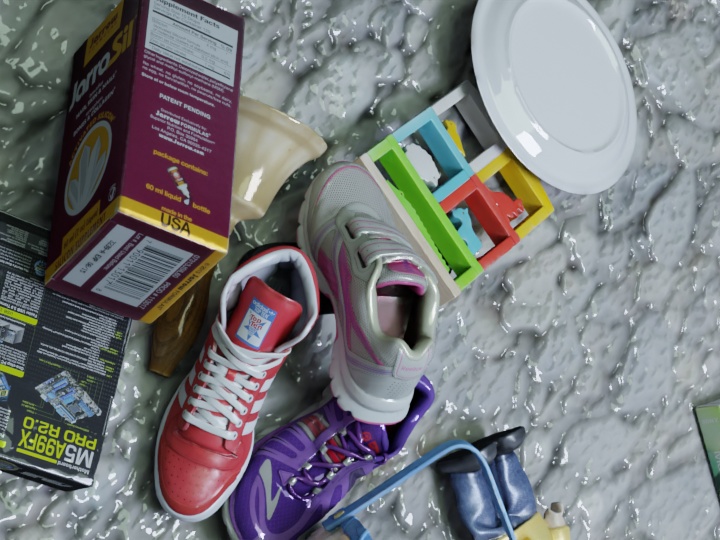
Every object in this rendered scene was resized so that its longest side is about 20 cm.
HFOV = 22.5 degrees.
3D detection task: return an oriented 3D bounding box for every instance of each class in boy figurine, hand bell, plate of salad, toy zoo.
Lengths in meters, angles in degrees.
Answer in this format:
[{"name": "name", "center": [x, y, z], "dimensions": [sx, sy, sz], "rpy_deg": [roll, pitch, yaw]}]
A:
[{"name": "boy figurine", "center": [0.122, 0.230, 1.414], "dimensions": [0.124, 0.064, 0.202], "rpy_deg": [-19, 88, -38]}, {"name": "hand bell", "center": [-0.107, -0.018, 1.309], "dimensions": [0.104, 0.104, 0.202], "rpy_deg": [26, 79, -27]}, {"name": "plate of salad", "center": [0.159, -0.157, 1.529], "dimensions": [0.199, 0.048, 0.202], "rpy_deg": [18, 62, -37]}, {"name": "toy zoo", "center": [0.082, -0.071, 1.446], "dimensions": [0.132, 0.020, 0.200], "rpy_deg": [56, 43, -3]}]

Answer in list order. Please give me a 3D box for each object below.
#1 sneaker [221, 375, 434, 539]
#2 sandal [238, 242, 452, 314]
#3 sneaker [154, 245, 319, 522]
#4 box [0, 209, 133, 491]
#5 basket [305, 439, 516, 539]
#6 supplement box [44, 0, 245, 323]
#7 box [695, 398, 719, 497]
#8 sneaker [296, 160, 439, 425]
[{"name": "sneaker", "center": [-0.022, 0.131, 1.322], "dimensions": [0.200, 0.083, 0.081], "rpy_deg": [-44, 105, -31]}, {"name": "sandal", "center": [0.000, 0.001, 1.389], "dimensions": [0.199, 0.043, 0.077], "rpy_deg": [-15, 89, -35]}, {"name": "sneaker", "center": [-0.087, 0.074, 1.257], "dimensions": [0.071, 0.113, 0.201], "rpy_deg": [23, 73, -4]}, {"name": "box", "center": [-0.254, 0.042, 1.206], "dimensions": [0.199, 0.044, 0.162], "rpy_deg": [22, 69, -29]}, {"name": "basket", "center": [0.028, 0.236, 1.286], "dimensions": [0.199, 0.139, 0.178], "rpy_deg": [-25, 98, -5]}, {"name": "supplement box", "center": [-0.145, -0.083, 1.235], "dimensions": [0.085, 0.110, 0.202], "rpy_deg": [22, 51, -28]}, {"name": "box", "center": [0.382, 0.198, 1.614], "dimensions": [0.143, 0.036, 0.202], "rpy_deg": [-16, 88, -36]}, {"name": "sneaker", "center": [0.015, 0.004, 1.309], "dimensions": [0.081, 0.088, 0.202], "rpy_deg": [0, 62, -32]}]
